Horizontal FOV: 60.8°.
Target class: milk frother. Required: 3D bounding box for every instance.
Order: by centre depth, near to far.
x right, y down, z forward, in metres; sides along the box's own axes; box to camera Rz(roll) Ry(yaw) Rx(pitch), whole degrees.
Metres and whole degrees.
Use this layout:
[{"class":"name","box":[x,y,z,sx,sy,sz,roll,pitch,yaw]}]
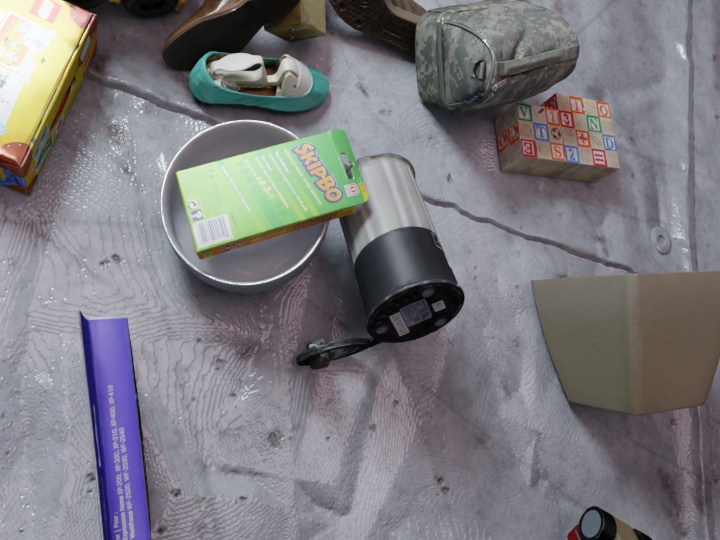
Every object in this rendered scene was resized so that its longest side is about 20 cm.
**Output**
[{"class":"milk frother","box":[0.000,0.000,0.740,0.194,0.183,0.192,-12,56,-8]}]

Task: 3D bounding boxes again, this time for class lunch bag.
[{"class":"lunch bag","box":[0.192,-0.306,0.877,0.196,0.167,0.143,-20,119,-27]}]

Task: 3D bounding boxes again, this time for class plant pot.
[{"class":"plant pot","box":[0.379,0.097,0.865,0.194,0.199,0.184,-1,88,-23]}]

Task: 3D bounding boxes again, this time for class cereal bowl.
[{"class":"cereal bowl","box":[-0.131,-0.067,0.723,0.193,0.084,0.207,2,71,-5]}]

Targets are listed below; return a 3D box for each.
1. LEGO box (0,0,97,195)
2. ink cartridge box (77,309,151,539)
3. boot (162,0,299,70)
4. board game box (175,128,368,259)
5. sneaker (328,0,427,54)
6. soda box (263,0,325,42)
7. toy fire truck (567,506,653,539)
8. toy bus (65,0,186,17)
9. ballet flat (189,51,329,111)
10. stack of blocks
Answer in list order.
[{"class":"LEGO box","box":[-0.394,-0.212,0.663,0.145,0.077,0.206,21,68,-17]},{"class":"ink cartridge box","box":[-0.225,0.151,0.570,0.042,0.200,0.205,-7,78,-21]},{"class":"boot","box":[-0.170,-0.329,0.775,0.197,0.074,0.077,-32,72,3]},{"class":"board game box","box":[-0.095,-0.088,0.677,0.194,0.030,0.098,-18,74,-9]},{"class":"sneaker","box":[0.026,-0.389,0.899,0.196,0.070,0.077,21,46,-35]},{"class":"soda box","box":[-0.089,-0.419,0.815,0.067,0.062,0.207,-10,99,-63]},{"class":"toy fire truck","box":[0.308,0.441,0.772,0.127,0.177,0.203,29,108,-13]},{"class":"toy bus","box":[-0.262,-0.393,0.690,0.197,0.189,0.140,-16,93,-43]},{"class":"ballet flat","box":[-0.121,-0.248,0.797,0.194,0.070,0.070,-7,80,-25]},{"class":"stack of blocks","box":[0.314,-0.216,0.985,0.194,0.058,0.119,2,75,-23]}]
